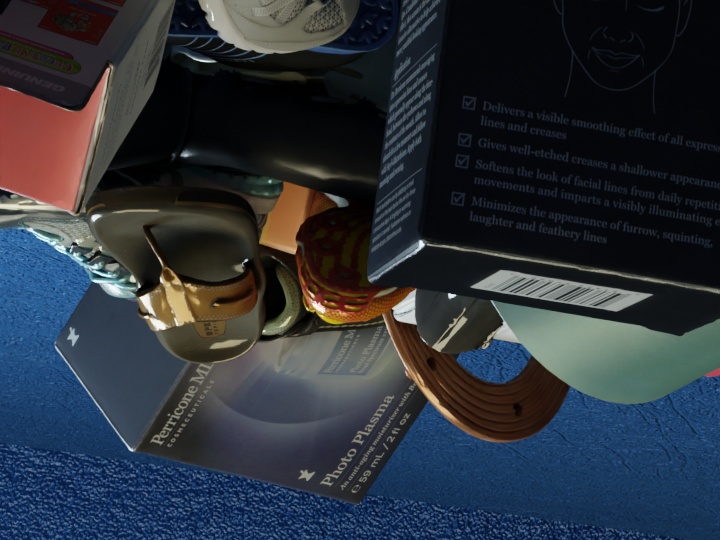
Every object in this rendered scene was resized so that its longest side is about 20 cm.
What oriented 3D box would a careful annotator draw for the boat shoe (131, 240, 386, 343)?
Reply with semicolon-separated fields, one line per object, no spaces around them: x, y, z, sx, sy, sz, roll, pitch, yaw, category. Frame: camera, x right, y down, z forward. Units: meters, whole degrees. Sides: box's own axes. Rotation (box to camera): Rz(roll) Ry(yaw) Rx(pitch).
-0.051;0.012;1.667;0.200;0.072;0.066;8;-154;-27;boat shoe

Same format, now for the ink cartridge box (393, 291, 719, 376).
0.129;-0.031;1.642;0.199;0.148;0.086;10;166;-17;ink cartridge box

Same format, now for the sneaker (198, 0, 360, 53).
-0.035;-0.149;1.343;0.082;0.075;0.200;3;168;22;sneaker

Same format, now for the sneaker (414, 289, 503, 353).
0.095;-0.038;1.558;0.075;0.200;0.106;43;133;8;sneaker

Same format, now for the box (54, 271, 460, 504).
-0.045;0.021;1.809;0.198;0.200;0.123;17;-157;-42;box

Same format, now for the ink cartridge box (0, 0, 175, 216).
-0.200;-0.107;1.309;0.199;0.084;0.176;18;-149;3;ink cartridge box

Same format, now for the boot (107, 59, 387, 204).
-0.049;-0.062;1.472;0.199;0.066;0.165;17;-164;5;boot

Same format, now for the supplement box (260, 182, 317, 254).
-0.113;-0.075;1.651;0.199;0.067;0.069;16;-153;6;supplement box

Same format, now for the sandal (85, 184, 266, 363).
-0.089;0.011;1.492;0.081;0.055;0.200;-6;153;1;sandal

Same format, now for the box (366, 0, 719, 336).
0.095;-0.087;1.258;0.148;0.201;0.107;10;169;-11;box

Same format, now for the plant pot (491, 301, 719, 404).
0.170;-0.051;1.428;0.200;0.201;0.161;17;153;-41;plant pot

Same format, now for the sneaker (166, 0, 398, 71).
-0.084;-0.136;1.452;0.199;0.070;0.078;13;166;-24;sneaker

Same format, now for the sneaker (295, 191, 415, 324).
0.000;0.000;1.537;0.073;0.077;0.200;13;-165;1;sneaker

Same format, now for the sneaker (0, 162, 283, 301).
-0.127;-0.022;1.539;0.200;0.087;0.078;-2;-155;-37;sneaker

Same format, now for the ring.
0.064;0.004;1.724;0.019;0.201;0.200;-17;157;35;ring

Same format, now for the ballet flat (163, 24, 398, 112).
-0.026;-0.107;1.563;0.199;0.068;0.070;4;170;16;ballet flat
